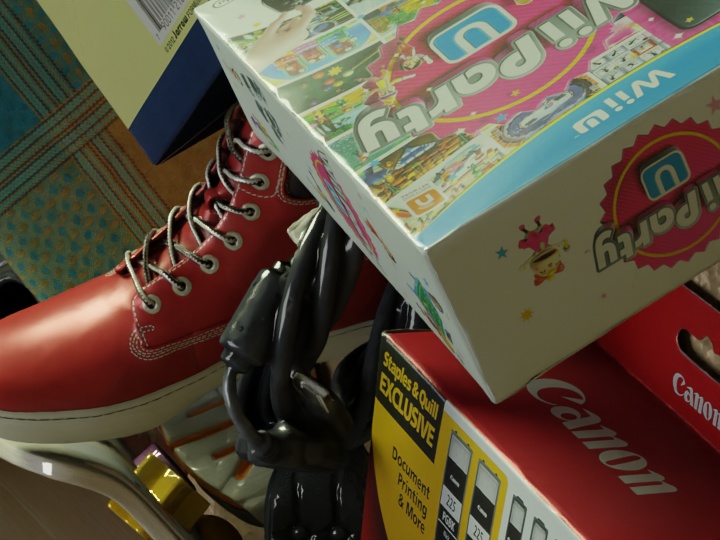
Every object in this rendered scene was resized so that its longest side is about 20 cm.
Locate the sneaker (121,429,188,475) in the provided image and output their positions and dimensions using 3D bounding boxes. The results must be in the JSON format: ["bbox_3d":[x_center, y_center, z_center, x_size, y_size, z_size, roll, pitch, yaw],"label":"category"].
[{"bbox_3d":[-0.136,0.077,1.298,0.075,0.200,0.105,38,119,20],"label":"sneaker"}]

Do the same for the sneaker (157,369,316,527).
[{"bbox_3d":[-0.065,0.065,1.242,0.200,0.078,0.078,-124,18,-52],"label":"sneaker"}]

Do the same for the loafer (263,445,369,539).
[{"bbox_3d":[-0.013,0.162,1.137,0.070,0.068,0.202,-70,-17,-64],"label":"loafer"}]

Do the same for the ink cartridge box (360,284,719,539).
[{"bbox_3d":[0.075,0.094,0.871,0.200,0.083,0.177,-136,47,-60],"label":"ink cartridge box"}]

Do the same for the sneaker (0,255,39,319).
[{"bbox_3d":[-0.105,0.020,1.206,0.199,0.083,0.072,8,144,33],"label":"sneaker"}]

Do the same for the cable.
[{"bbox_3d":[0.000,0.000,0.972,0.200,0.051,0.164,24,-95,-75],"label":"cable"}]

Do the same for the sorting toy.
[{"bbox_3d":[-0.107,0.122,1.130,0.200,0.107,0.180,48,168,-9],"label":"sorting toy"}]

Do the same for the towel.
[{"bbox_3d":[-0.103,-0.055,1.110,0.200,0.146,0.022,52,-174,-10],"label":"towel"}]

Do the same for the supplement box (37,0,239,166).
[{"bbox_3d":[-0.058,-0.188,0.988,0.200,0.134,0.200,54,149,7],"label":"supplement box"}]

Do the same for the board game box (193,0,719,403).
[{"bbox_3d":[0.052,-0.061,0.806,0.200,0.147,0.064,48,167,55],"label":"board game box"}]

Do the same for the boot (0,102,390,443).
[{"bbox_3d":[-0.073,-0.012,1.027,0.145,0.199,0.073,88,159,-48],"label":"boot"}]
